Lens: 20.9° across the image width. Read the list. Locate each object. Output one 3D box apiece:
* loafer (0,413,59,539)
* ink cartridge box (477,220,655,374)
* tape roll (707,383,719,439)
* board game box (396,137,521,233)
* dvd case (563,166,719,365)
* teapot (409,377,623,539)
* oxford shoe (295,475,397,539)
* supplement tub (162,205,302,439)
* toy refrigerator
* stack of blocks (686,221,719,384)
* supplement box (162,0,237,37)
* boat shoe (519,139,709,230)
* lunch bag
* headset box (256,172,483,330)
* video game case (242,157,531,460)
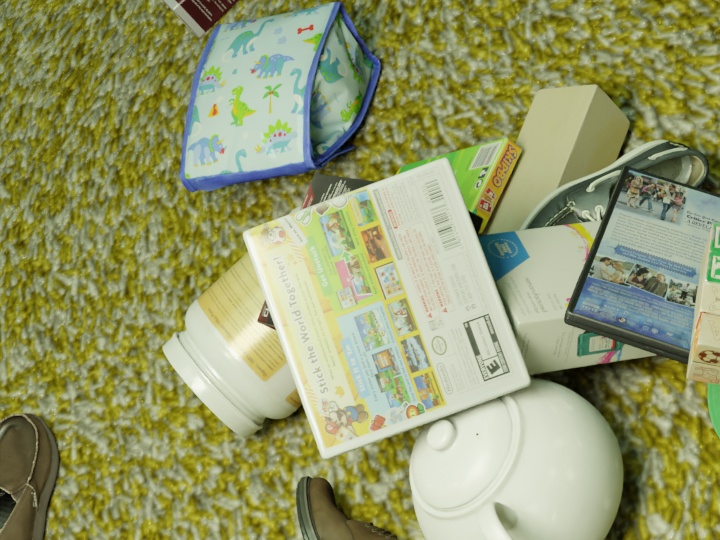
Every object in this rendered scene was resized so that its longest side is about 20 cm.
[{"bbox_3d":[-0.360,0.224,2.005,0.073,0.071,0.200,-23,47,21],"label":"loafer"},{"bbox_3d":[0.202,0.018,1.672,0.199,0.067,0.116,-8,43,-17],"label":"ink cartridge box"},{"bbox_3d":[0.381,0.092,1.571,0.200,0.048,0.201,-20,49,24],"label":"tape roll"},{"bbox_3d":[0.075,-0.070,1.895,0.200,0.030,0.096,-7,51,58],"label":"board game box"},{"bbox_3d":[0.264,-0.003,1.638,0.142,0.018,0.200,18,46,10],"label":"dvd case"},{"bbox_3d":[0.112,0.168,1.623,0.200,0.146,0.198,-3,61,46],"label":"teapot"},{"bbox_3d":[-0.002,0.253,1.730,0.084,0.073,0.200,-25,46,-4],"label":"oxford shoe"},{"bbox_3d":[-0.077,0.050,1.873,0.200,0.145,0.145,-42,43,1],"label":"supplement tub"},{"bbox_3d":[0.180,-0.072,1.833,0.076,0.070,0.200,-1,57,45],"label":"toy refrigerator"},{"bbox_3d":[0.333,-0.001,1.565,0.115,0.059,0.200,11,59,6],"label":"stack of blocks"},{"bbox_3d":[-0.158,-0.384,2.326,0.200,0.061,0.109,-44,44,2],"label":"supplement box"},{"bbox_3d":[0.224,-0.055,1.747,0.200,0.076,0.060,-39,20,-14],"label":"boat shoe"},{"bbox_3d":[-0.090,-0.170,2.066,0.170,0.128,0.200,-8,44,32],"label":"lunch bag"},{"bbox_3d":[0.000,0.000,1.712,0.200,0.077,0.149,10,77,58],"label":"headset box"},{"bbox_3d":[0.021,0.031,1.596,0.182,0.023,0.201,-20,83,0],"label":"video game case"}]
